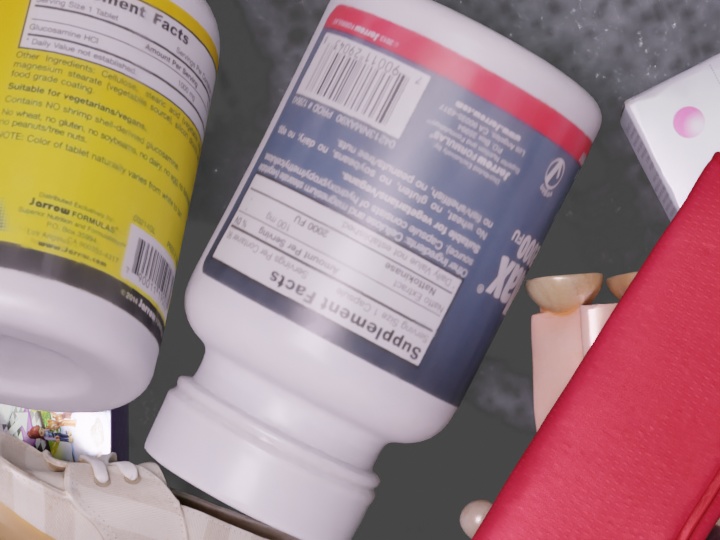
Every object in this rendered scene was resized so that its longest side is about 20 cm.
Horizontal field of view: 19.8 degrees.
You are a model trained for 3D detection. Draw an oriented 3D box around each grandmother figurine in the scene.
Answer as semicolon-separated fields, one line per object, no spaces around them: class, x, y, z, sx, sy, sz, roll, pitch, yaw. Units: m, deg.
grandmother figurine;0.100;0.102;0.818;0.120;0.061;0.202;-5;85;0

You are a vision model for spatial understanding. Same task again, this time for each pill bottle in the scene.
pill bottle;0.000;0.000;0.806;0.119;0.120;0.201;27;89;7
pill bottle;-0.116;-0.056;0.792;0.112;0.113;0.201;7;67;6

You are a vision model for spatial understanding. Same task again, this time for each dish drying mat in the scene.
dish drying mat;0.116;0.056;0.784;0.077;0.018;0.201;33;81;3

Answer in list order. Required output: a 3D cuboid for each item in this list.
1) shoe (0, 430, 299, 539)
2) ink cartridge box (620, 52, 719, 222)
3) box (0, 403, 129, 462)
shoe;-0.077;0.100;0.802;0.199;0.070;0.054;31;91;-29
ink cartridge box;0.234;-0.022;0.824;0.195;0.043;0.201;-27;82;3
box;-0.166;0.073;0.857;0.136;0.039;0.202;-1;86;5
